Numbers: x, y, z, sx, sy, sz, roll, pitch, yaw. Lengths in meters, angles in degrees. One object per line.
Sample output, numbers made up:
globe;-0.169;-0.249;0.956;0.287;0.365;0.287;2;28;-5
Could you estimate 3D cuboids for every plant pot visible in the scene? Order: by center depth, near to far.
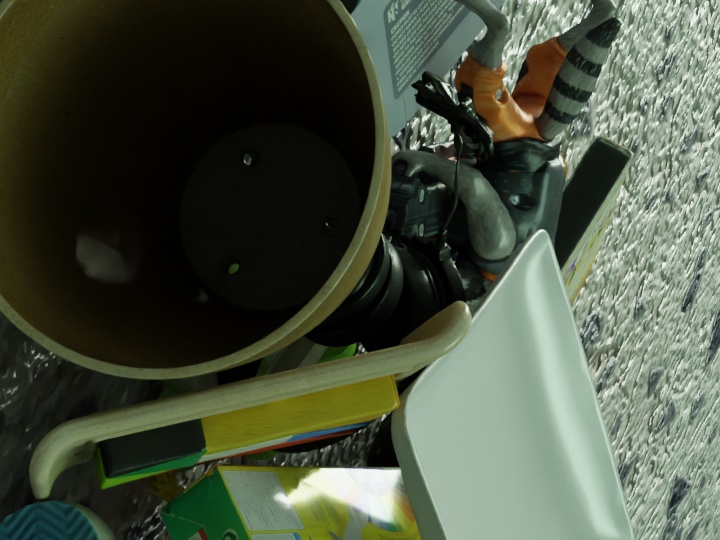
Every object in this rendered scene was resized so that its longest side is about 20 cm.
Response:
plant pot;-0.060;-0.039;1.030;0.200;0.185;0.188;28;84;-76

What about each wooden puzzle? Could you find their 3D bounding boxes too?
wooden puzzle;-0.053;0.068;1.050;0.185;0.198;0.038;132;-60;-79

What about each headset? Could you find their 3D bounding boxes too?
headset;0.000;0.000;1.179;0.123;0.094;0.201;18;115;-49

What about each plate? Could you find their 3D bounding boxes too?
plate;0.074;0.109;1.166;0.200;0.032;0.202;-47;125;-54

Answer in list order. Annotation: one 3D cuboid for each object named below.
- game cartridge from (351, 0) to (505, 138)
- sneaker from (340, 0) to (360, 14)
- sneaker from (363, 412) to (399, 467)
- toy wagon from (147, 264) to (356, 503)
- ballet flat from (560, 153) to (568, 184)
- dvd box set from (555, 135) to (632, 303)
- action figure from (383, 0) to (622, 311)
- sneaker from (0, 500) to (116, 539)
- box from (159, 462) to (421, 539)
game cartridge;0.036;-0.168;1.261;0.200;0.041;0.134;-51;146;-32
sneaker;-0.023;-0.196;1.091;0.078;0.070;0.201;-45;152;-47
sneaker;0.041;0.167;1.500;0.091;0.066;0.202;-68;153;-62
toy wagon;-0.061;0.034;1.217;0.200;0.039;0.156;-53;150;-29
ballet flat;0.055;-0.019;1.399;0.065;0.070;0.200;56;52;-28
dvd box set;0.115;0.015;1.483;0.147;0.029;0.200;-56;170;-18
action figure;0.071;-0.056;1.268;0.200;0.104;0.195;-28;132;-56
sneaker;-0.125;0.208;1.103;0.081;0.076;0.202;39;43;-84
box;-0.003;0.156;1.149;0.048;0.118;0.199;-38;155;27
